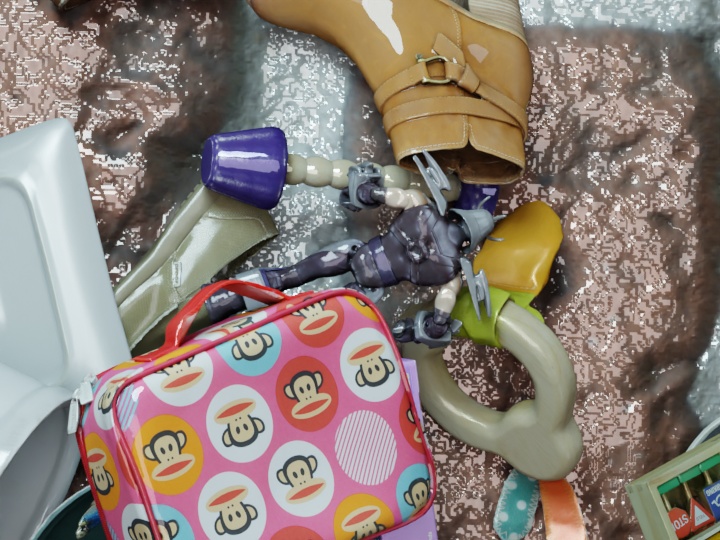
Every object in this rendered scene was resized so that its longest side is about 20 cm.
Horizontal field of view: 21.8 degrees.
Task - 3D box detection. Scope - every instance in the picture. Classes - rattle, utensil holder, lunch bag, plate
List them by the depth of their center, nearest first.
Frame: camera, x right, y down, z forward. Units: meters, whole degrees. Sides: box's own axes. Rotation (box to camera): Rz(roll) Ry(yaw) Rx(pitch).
[{"bbox_3d":[-0.063,0.093,1.089,0.200,0.082,0.176,-20,92,-33],"label":"lunch bag"},{"bbox_3d":[-0.296,0.110,1.152,0.200,0.170,0.170,26,87,10],"label":"utensil holder"},{"bbox_3d":[-0.257,0.019,1.234,0.200,0.032,0.200,-15,89,23],"label":"plate"},{"bbox_3d":[0.120,0.078,1.300,0.130,0.143,0.200,-27,108,27],"label":"rattle"}]

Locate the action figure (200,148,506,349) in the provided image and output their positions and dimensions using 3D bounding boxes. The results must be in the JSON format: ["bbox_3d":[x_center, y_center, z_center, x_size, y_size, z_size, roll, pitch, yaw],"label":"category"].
[{"bbox_3d":[0.000,0.000,1.200,0.200,0.069,0.130,-23,83,0],"label":"action figure"}]

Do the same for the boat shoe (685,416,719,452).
[{"bbox_3d":[0.238,0.195,1.287,0.074,0.060,0.200,25,87,-1],"label":"boat shoe"}]

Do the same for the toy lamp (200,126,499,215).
[{"bbox_3d":[-0.007,-0.063,1.258,0.200,0.058,0.058,5,88,-17],"label":"toy lamp"}]

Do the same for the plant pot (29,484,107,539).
[{"bbox_3d":[-0.124,0.223,1.226,0.200,0.134,0.200,0,89,-3],"label":"plant pot"}]

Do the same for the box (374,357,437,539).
[{"bbox_3d":[0.025,0.158,1.237,0.039,0.137,0.200,-7,89,-4],"label":"box"}]

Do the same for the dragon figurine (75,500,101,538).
[{"bbox_3d":[-0.126,0.179,1.131,0.099,0.059,0.200,19,88,-3],"label":"dragon figurine"}]

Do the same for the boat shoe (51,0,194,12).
[{"bbox_3d":[-0.118,-0.220,1.272,0.200,0.076,0.072,-27,92,-2],"label":"boat shoe"}]

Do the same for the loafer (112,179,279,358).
[{"bbox_3d":[-0.127,0.021,1.261,0.067,0.076,0.200,35,87,4],"label":"loafer"}]

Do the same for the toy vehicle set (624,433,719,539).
[{"bbox_3d":[0.280,0.163,1.265,0.200,0.027,0.124,-23,90,-31],"label":"toy vehicle set"}]

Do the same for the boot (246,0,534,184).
[{"bbox_3d":[0.021,-0.135,1.249,0.200,0.074,0.155,3,61,-7],"label":"boot"}]
